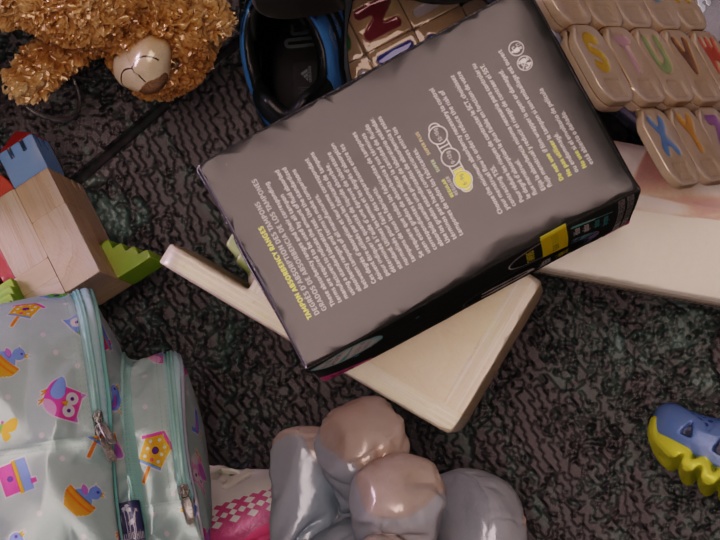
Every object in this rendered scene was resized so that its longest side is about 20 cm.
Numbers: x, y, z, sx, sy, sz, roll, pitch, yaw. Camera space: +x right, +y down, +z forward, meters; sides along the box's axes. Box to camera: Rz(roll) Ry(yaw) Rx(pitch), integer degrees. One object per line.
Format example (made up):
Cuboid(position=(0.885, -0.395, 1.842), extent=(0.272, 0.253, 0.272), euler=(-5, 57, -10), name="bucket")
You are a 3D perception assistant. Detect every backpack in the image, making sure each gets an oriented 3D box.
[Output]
Cuboid(position=(-0.164, 0.108, 1.513), extent=(0.153, 0.176, 0.200), euler=(-16, 83, -6), name="backpack")

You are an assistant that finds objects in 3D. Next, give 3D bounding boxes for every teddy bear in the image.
Cuboid(position=(-0.171, -0.163, 1.553), extent=(0.145, 0.067, 0.200), euler=(-35, 115, 10), name="teddy bear")

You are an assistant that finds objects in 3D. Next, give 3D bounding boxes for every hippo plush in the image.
Cuboid(position=(0.035, 0.182, 1.538), extent=(0.161, 0.159, 0.200), euler=(15, 83, -31), name="hippo plush")

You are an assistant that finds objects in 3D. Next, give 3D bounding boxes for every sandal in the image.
Cuboid(position=(0.270, 0.115, 1.590), extent=(0.200, 0.079, 0.087), euler=(19, 85, -3), name="sandal")

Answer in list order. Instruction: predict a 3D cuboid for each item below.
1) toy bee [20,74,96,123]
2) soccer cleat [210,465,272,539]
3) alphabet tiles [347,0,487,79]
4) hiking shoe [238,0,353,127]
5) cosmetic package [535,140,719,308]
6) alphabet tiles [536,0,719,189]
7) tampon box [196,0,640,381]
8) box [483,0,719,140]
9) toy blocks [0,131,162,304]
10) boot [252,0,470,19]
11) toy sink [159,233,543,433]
Cuboid(position=(-0.216, -0.207, 1.624), extent=(0.200, 0.109, 0.131), euler=(36, 48, -9), name="toy bee")
Cuboid(position=(-0.117, 0.142, 1.615), extent=(0.200, 0.070, 0.086), euler=(-19, 90, 4), name="soccer cleat")
Cuboid(position=(0.033, -0.113, 1.650), extent=(0.167, 0.008, 0.200), euler=(-27, 86, 3), name="alphabet tiles")
Cuboid(position=(-0.040, -0.165, 1.605), extent=(0.074, 0.087, 0.200), euler=(-14, 73, 6), name="hiking shoe")
Cuboid(position=(0.206, -0.023, 1.582), extent=(0.200, 0.103, 0.087), euler=(11, 89, 2), name="cosmetic package")
Cuboid(position=(0.156, -0.134, 1.494), extent=(0.015, 0.200, 0.196), euler=(-34, 76, 28), name="alphabet tiles")
Cuboid(position=(0.033, -0.041, 1.440), extent=(0.200, 0.150, 0.126), euler=(-28, 84, 1), name="tampon box")
Cuboid(position=(0.152, -0.203, 1.621), extent=(0.200, 0.051, 0.158), euler=(43, 89, 5), name="box")
Cuboid(position=(-0.240, -0.014, 1.631), extent=(0.200, 0.100, 0.137), euler=(-31, 72, 12), name="toy blocks")
Cuboid(position=(0.001, -0.241, 1.580), extent=(0.200, 0.069, 0.174), euler=(-8, 57, -9), name="boot")
Cuboid(position=(0.000, 0.000, 1.579), extent=(0.200, 0.130, 0.112), euler=(30, 90, 6), name="toy sink")
